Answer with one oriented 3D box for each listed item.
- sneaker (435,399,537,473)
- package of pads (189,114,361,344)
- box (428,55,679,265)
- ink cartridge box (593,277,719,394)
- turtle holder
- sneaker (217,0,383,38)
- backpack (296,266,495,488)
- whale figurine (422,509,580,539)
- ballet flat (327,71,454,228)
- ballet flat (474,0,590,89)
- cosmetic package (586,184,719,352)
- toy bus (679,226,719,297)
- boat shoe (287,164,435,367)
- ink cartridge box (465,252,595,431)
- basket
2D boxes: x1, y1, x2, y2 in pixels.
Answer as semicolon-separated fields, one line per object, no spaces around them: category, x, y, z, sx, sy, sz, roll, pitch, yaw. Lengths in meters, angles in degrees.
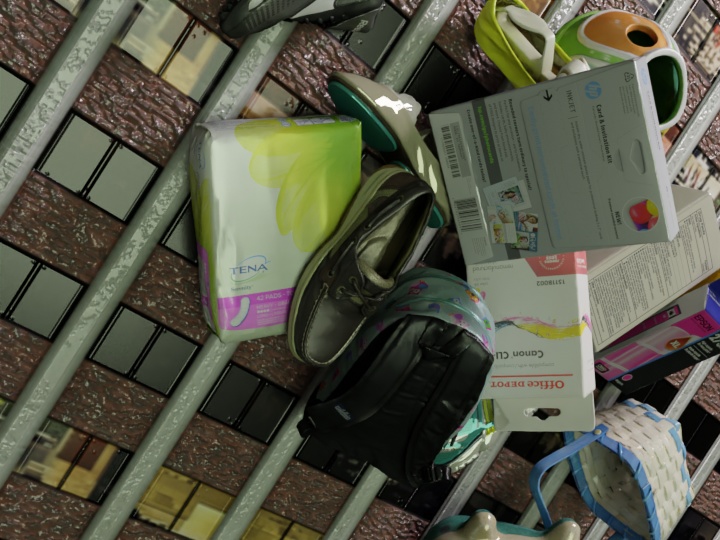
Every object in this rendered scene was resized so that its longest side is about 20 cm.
sneaker;0.138;0.147;0.881;0.200;0.077;0.080;-40;109;-9
package of pads;-0.078;-0.040;0.725;0.153;0.068;0.202;-8;108;-24
box;0.172;-0.093;0.713;0.041;0.199;0.157;-30;108;-50
ink cartridge box;0.374;0.079;0.924;0.199;0.037;0.094;-35;127;30
turtle holder;0.258;-0.170;0.803;0.140;0.132;0.188;7;103;-27
sneaker;-0.027;-0.242;0.686;0.199;0.066;0.091;-35;115;-14
backpack;0.047;0.098;0.766;0.166;0.127;0.201;23;122;-11
whale figurine;0.161;0.334;0.909;0.198;0.104;0.160;-20;109;8
ballet flat;0.042;-0.128;0.758;0.069;0.069;0.200;-43;124;-7
ballet flat;0.178;-0.186;0.734;0.066;0.201;0.067;-28;160;-21
cosmetic package;0.310;-0.008;0.902;0.199;0.087;0.104;-29;115;-13
toy bus;0.466;0.007;0.992;0.078;0.065;0.200;41;87;-27
boat shoe;0.000;0.000;0.699;0.073;0.065;0.201;24;94;-34
ink cartridge box;0.178;0.070;0.809;0.067;0.115;0.202;3;83;-65
basket;0.301;0.268;0.952;0.199;0.139;0.178;-28;115;-24
